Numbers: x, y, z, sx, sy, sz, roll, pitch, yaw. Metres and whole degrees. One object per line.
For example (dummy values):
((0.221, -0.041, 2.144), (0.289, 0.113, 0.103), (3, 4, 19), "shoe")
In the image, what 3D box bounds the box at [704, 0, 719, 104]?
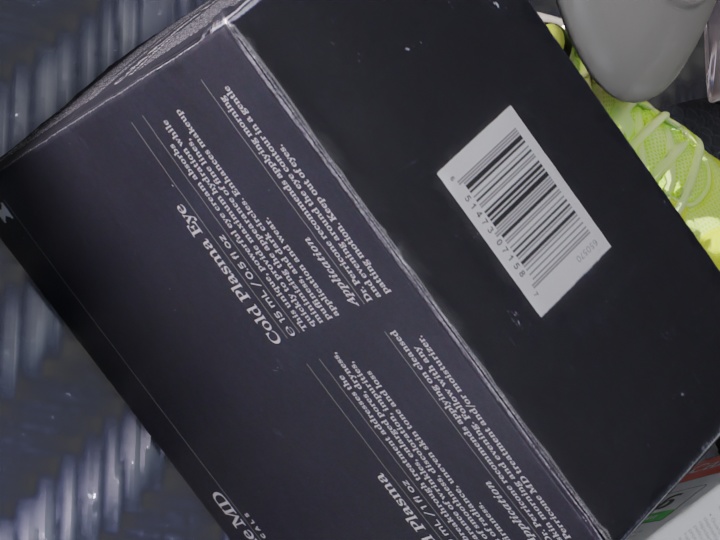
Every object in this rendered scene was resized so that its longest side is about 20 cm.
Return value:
((0.215, -0.136, 1.112), (0.200, 0.050, 0.159), (5, 81, -46), "box")

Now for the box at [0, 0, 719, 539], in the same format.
((0.000, 0.000, 0.897), (0.104, 0.182, 0.200), (-43, 101, -35), "box")

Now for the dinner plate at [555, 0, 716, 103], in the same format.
((0.106, -0.158, 0.949), (0.200, 0.024, 0.201), (4, 90, -66), "dinner plate")

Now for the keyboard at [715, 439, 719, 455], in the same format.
((0.211, 0.025, 1.131), (0.200, 0.021, 0.127), (-26, 91, -35), "keyboard")

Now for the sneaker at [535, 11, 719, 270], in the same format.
((0.076, -0.044, 0.995), (0.199, 0.076, 0.076), (24, 54, -7), "sneaker")

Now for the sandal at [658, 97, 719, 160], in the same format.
((0.101, -0.008, 1.055), (0.200, 0.043, 0.076), (-26, 67, -27), "sandal")

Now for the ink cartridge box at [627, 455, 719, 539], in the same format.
((0.147, 0.129, 1.035), (0.200, 0.050, 0.109), (-32, 95, -35), "ink cartridge box")
